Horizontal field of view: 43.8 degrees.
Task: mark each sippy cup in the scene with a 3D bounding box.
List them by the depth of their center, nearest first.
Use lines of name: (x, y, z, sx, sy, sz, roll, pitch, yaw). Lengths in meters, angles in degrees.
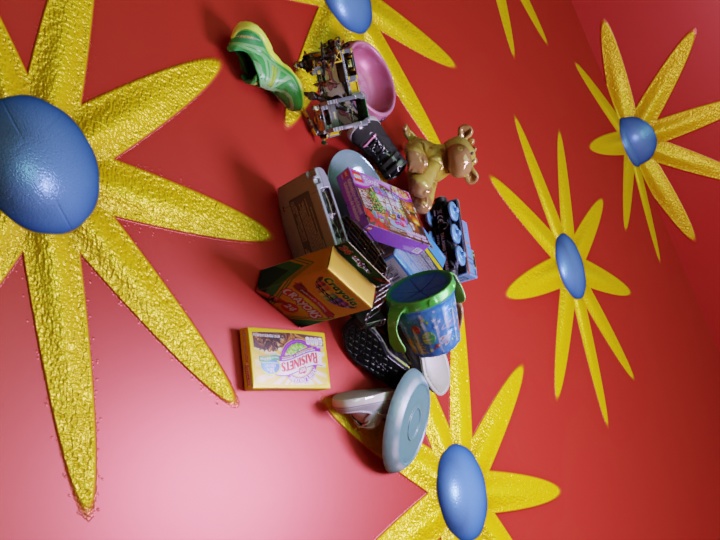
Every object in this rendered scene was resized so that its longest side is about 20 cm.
sippy cup: (0.127, 0.087, 1.685, 0.140, 0.176, 0.132, -121, -169, -69)

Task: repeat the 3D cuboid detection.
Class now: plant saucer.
plant saucer: (0.093, 0.289, 1.700, 0.200, 0.027, 0.203, -42, 137, -55)
plant saucer: (-0.015, -0.141, 1.800, 0.200, 0.038, 0.204, 28, 54, -46)

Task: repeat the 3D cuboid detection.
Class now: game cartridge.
game cartridge: (-0.082, -0.068, 1.592, 0.041, 0.132, 0.203, -16, 88, -44)

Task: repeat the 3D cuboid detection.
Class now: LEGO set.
LEGO set: (-0.075, -0.336, 1.707, 0.115, 0.153, 0.203, -21, 111, -40)

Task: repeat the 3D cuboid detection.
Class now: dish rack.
dish rack: (0.000, 0.000, 1.607, 0.054, 0.201, 0.154, -24, 60, -32)

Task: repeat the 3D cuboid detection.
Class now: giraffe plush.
giraffe plush: (0.180, -0.235, 1.963, 0.174, 0.159, 0.202, 81, 3, -46)

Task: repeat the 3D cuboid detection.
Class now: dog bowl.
dog bowl: (-0.001, -0.396, 1.899, 0.199, 0.073, 0.203, 26, 56, -46)

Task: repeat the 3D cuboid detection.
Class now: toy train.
toy train: (0.206, -0.067, 2.041, 0.114, 0.086, 0.203, 24, 55, -58)

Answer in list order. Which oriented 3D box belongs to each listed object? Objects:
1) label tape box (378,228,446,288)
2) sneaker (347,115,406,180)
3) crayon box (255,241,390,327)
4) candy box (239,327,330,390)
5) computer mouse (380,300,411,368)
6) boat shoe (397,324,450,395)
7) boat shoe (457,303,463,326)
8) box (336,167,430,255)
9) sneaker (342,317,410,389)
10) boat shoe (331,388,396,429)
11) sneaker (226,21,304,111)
label tape box: (0.104, -0.016, 1.868, 0.145, 0.063, 0.201, 51, 27, -17)
sneaker: (0.042, -0.249, 1.839, 0.100, 0.071, 0.200, 54, 10, 20)
crayon box: (-0.064, 0.027, 1.520, 0.127, 0.198, 0.051, 42, 45, -35)
candy box: (-0.126, 0.154, 1.532, 0.199, 0.026, 0.104, 9, 72, -52)
computer mouse: (0.083, 0.153, 1.822, 0.058, 0.034, 0.203, -30, 106, -47)
boat shoe: (0.118, 0.159, 1.789, 0.072, 0.060, 0.203, -39, 112, -36)
boat shoe: (0.166, 0.134, 1.840, 0.072, 0.071, 0.202, -50, 157, -59)
box: (0.046, -0.115, 1.771, 0.199, 0.039, 0.138, 16, 45, -49)
sneaker: (0.029, 0.152, 1.732, 0.200, 0.071, 0.083, 51, 16, -30)
boat shoe: (0.022, 0.258, 1.652, 0.199, 0.069, 0.073, 5, 87, -52)
sneaker: (-0.180, -0.364, 1.656, 0.200, 0.074, 0.084, 48, 66, -35)
